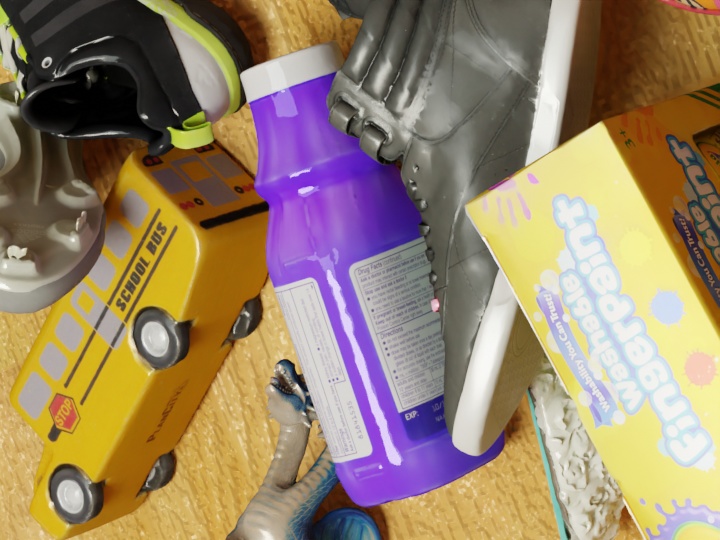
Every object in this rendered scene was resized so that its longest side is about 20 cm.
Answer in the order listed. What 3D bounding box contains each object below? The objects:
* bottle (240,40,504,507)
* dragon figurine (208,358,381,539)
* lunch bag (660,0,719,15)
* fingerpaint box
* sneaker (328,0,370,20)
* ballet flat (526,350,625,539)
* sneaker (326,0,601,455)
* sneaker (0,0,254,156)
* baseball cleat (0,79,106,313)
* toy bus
[{"bbox_3d":[0.000,0.000,1.068,0.065,0.083,0.201,-17,93,39],"label":"bottle"},{"bbox_3d":[-0.027,0.139,1.143,0.059,0.099,0.201,18,132,30],"label":"dragon figurine"},{"bbox_3d":[0.169,-0.175,0.857,0.199,0.082,0.177,11,137,34],"label":"lunch bag"},{"bbox_3d":[0.151,0.032,0.913,0.073,0.167,0.201,-32,83,34],"label":"fingerpaint box"},{"bbox_3d":[-0.006,-0.155,1.038,0.200,0.076,0.088,47,130,16],"label":"sneaker"},{"bbox_3d":[0.089,0.023,1.025,0.072,0.072,0.201,-14,96,38],"label":"ballet flat"},{"bbox_3d":[0.033,-0.031,0.972,0.099,0.071,0.201,11,94,17],"label":"sneaker"},{"bbox_3d":[-0.143,-0.108,1.130,0.199,0.083,0.072,20,141,29],"label":"sneaker"},{"bbox_3d":[-0.158,-0.013,1.141,0.069,0.200,0.107,8,119,-7],"label":"baseball cleat"},{"bbox_3d":[-0.111,0.037,1.172,0.078,0.065,0.200,43,124,19],"label":"toy bus"}]
